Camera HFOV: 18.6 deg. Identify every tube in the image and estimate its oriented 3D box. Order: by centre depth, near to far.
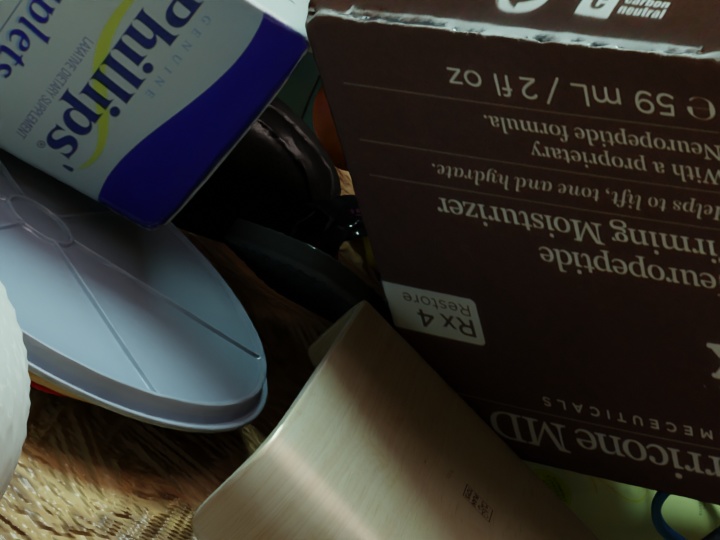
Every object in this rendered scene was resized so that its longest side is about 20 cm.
[{"bbox_3d":[0.099,0.095,0.928,0.058,0.052,0.200,-2,-13,44],"label":"tube"}]

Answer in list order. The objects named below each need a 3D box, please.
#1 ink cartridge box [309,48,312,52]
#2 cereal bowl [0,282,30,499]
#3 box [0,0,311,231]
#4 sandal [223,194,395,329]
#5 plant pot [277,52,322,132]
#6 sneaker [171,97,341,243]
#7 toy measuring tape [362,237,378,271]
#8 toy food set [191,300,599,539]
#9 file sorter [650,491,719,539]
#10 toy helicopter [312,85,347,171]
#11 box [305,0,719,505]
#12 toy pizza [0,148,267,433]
[{"bbox_3d":[0.055,-0.177,0.978,0.148,0.086,0.200,19,56,10],"label":"ink cartridge box"},{"bbox_3d":[-0.162,-0.006,0.546,0.200,0.083,0.200,36,15,-11],"label":"cereal bowl"},{"bbox_3d":[-0.123,-0.140,0.801,0.200,0.105,0.184,30,30,-18],"label":"box"},{"bbox_3d":[-0.001,0.000,0.897,0.075,0.048,0.200,27,-3,18],"label":"sandal"},{"bbox_3d":[-0.045,-0.170,1.127,0.161,0.201,0.201,33,13,9],"label":"plant pot"},{"bbox_3d":[-0.101,-0.053,0.889,0.200,0.073,0.082,25,27,-13],"label":"sneaker"},{"bbox_3d":[0.038,-0.020,1.093,0.074,0.074,0.200,34,15,-15],"label":"toy measuring tape"},{"bbox_3d":[0.019,0.097,0.734,0.144,0.060,0.200,46,17,-4],"label":"toy food set"},{"bbox_3d":[0.196,0.096,0.888,0.139,0.123,0.200,34,34,-21],"label":"file sorter"},{"bbox_3d":[0.063,-0.102,1.087,0.132,0.079,0.200,47,48,-35],"label":"toy helicopter"},{"bbox_3d":[0.108,-0.048,0.788,0.166,0.164,0.200,10,-46,31],"label":"box"},{"bbox_3d":[-0.118,-0.006,0.753,0.200,0.032,0.200,35,15,-11],"label":"toy pizza"}]
